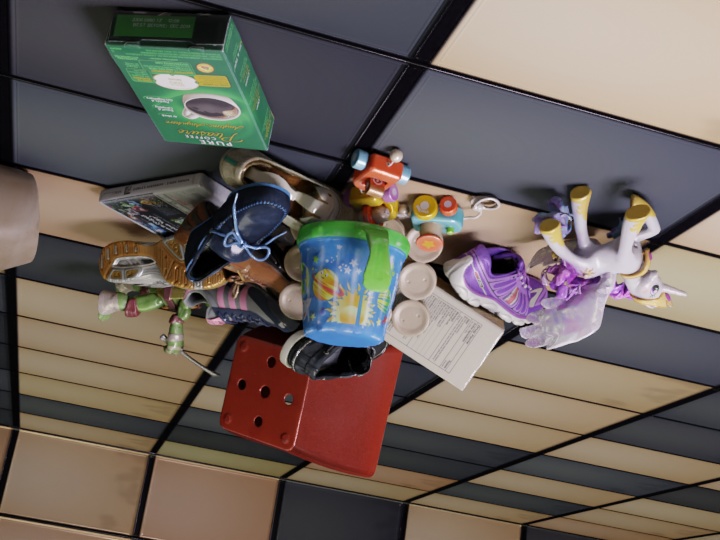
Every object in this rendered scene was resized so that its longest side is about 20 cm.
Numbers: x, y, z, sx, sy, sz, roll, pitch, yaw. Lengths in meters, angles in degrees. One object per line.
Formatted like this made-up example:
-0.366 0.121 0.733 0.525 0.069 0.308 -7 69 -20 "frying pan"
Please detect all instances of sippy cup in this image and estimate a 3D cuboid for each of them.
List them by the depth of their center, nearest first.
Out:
-0.014 0.021 1.362 0.139 0.131 0.178 1 165 15 "sippy cup"

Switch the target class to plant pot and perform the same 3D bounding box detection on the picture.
-0.506 -0.068 1.448 0.173 0.200 0.200 0 165 -26 "plant pot"
-0.085 0.175 1.628 0.200 0.200 0.176 13 180 33 "plant pot"

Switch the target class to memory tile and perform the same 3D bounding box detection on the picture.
0.000 0.000 1.466 0.200 0.154 0.017 9 -167 4 "memory tile"

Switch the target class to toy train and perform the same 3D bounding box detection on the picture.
0.059 -0.075 1.349 0.200 0.056 0.150 19 158 -25 "toy train"

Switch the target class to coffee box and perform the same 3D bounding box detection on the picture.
-0.167 -0.189 1.152 0.123 0.044 0.200 5 159 12 "coffee box"

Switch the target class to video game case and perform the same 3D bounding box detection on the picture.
-0.216 -0.071 1.525 0.182 0.023 0.200 -6 156 34 "video game case"

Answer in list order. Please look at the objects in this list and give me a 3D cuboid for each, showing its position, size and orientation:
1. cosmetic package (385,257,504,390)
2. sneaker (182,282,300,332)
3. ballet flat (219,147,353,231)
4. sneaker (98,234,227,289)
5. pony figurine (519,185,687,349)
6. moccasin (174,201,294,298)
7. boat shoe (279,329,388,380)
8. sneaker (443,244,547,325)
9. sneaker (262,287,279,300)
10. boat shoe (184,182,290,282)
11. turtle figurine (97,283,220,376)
0.081 0.058 1.514 0.200 0.105 0.071 35 -168 -1 "cosmetic package"
-0.168 0.054 1.593 0.200 0.082 0.070 28 167 40 "sneaker"
-0.079 -0.085 1.350 0.200 0.068 0.062 23 -176 -35 "ballet flat"
-0.261 -0.011 1.597 0.200 0.076 0.088 5 176 18 "sneaker"
0.274 -0.008 1.345 0.193 0.167 0.200 -8 140 21 "pony figurine"
-0.158 -0.013 1.488 0.078 0.074 0.201 -40 141 17 "moccasin"
-0.017 0.111 1.491 0.066 0.075 0.199 35 -164 32 "boat shoe"
0.198 0.015 1.512 0.083 0.081 0.200 -39 148 26 "sneaker"
-0.113 0.027 1.691 0.072 0.072 0.200 -33 179 -14 "sneaker"
-0.142 -0.036 1.336 0.084 0.069 0.200 23 147 -21 "boat shoe"
-0.294 0.071 1.769 0.194 0.144 0.200 8 157 13 "turtle figurine"
